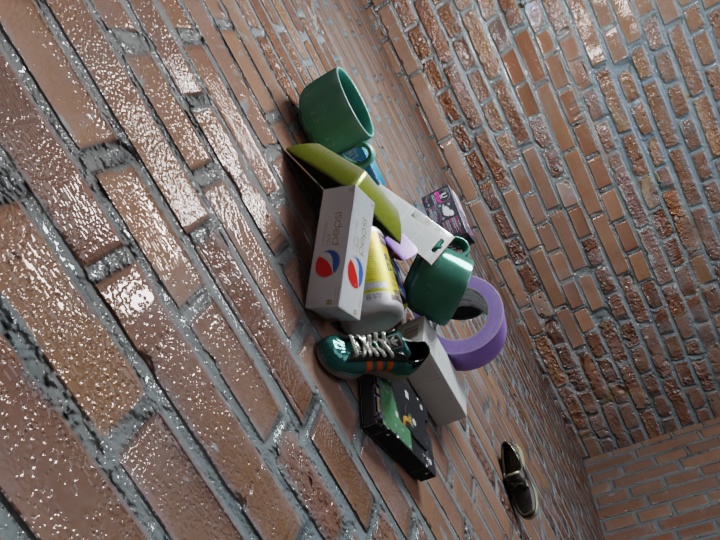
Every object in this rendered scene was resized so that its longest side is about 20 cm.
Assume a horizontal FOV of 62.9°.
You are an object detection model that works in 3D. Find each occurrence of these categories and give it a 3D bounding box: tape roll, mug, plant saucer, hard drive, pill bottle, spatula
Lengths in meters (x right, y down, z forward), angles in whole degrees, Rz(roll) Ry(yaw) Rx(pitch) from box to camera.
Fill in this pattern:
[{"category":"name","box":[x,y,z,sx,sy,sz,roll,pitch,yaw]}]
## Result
[{"category":"tape roll","box":[0.224,0.116,1.320,0.085,0.197,0.202,64,13,-52]},{"category":"mug","box":[0.158,0.017,1.252,0.113,0.153,0.186,24,30,1]},{"category":"plant saucer","box":[-0.017,-0.152,1.078,0.199,0.048,0.200,36,-3,38]},{"category":"hard drive","box":[0.061,0.244,0.981,0.201,0.037,0.141,52,22,-38]},{"category":"pill bottle","box":[0.000,0.000,0.998,0.109,0.108,0.202,36,34,-56]},{"category":"mug","box":[-0.053,-0.304,1.201,0.152,0.113,0.187,36,35,-57]},{"category":"spatula","box":[0.045,-0.108,1.162,0.056,0.021,0.201,-25,79,-38]}]

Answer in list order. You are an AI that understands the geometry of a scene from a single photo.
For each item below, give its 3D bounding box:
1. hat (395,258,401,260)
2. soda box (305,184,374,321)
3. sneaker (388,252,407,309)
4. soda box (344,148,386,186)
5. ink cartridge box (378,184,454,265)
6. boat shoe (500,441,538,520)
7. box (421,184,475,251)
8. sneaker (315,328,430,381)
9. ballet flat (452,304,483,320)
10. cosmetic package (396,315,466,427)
[{"category":"hat","box":[0.080,-0.078,1.352,0.200,0.081,0.201,38,12,-9]},{"category":"soda box","box":[-0.030,-0.026,0.916,0.068,0.063,0.203,37,55,-53]},{"category":"sneaker","box":[0.034,-0.009,1.174,0.083,0.073,0.202,-78,148,-61]},{"category":"soda box","box":[-0.015,-0.274,1.376,0.202,0.064,0.068,65,18,-5]},{"category":"ink cartridge box","box":[0.084,-0.084,1.219,0.199,0.051,0.109,37,51,12]},{"category":"boat shoe","box":[0.403,0.542,1.532,0.065,0.073,0.202,36,29,-36]},{"category":"box","box":[0.320,-0.182,2.123,0.132,0.114,0.202,29,41,-61]},{"category":"sneaker","box":[0.024,0.119,0.895,0.198,0.080,0.072,13,44,-42]},{"category":"ballet flat","box":[0.221,0.084,1.454,0.072,0.199,0.074,2,85,-27]},{"category":"cosmetic package","box":[0.145,0.206,1.207,0.201,0.071,0.102,59,19,-19]}]
